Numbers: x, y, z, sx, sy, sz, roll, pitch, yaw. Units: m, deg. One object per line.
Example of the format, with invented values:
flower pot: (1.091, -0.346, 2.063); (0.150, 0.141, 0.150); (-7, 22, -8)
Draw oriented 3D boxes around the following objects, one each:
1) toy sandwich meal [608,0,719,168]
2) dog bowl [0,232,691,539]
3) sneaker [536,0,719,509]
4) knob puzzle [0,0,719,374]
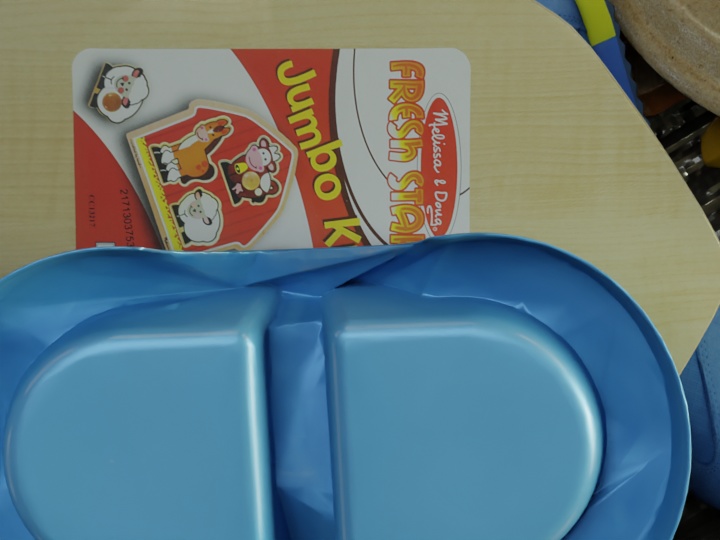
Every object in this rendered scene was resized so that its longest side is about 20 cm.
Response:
toy sandwich meal: (0.154, -0.109, 0.825); (0.204, 0.070, 0.206); (-4, 65, 8)
dog bowl: (-0.014, 0.044, 0.695); (0.199, 0.050, 0.112); (-2, 99, 5)
sneaker: (0.058, -0.010, 0.790); (0.078, 0.066, 0.201); (-26, 90, -23)
knob puzzle: (0.000, 0.000, 0.727); (0.218, 0.030, 0.221); (1, 98, 4)
